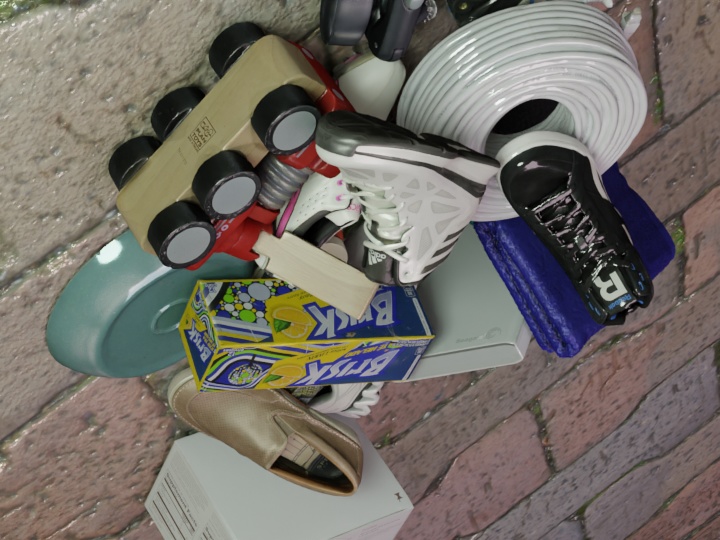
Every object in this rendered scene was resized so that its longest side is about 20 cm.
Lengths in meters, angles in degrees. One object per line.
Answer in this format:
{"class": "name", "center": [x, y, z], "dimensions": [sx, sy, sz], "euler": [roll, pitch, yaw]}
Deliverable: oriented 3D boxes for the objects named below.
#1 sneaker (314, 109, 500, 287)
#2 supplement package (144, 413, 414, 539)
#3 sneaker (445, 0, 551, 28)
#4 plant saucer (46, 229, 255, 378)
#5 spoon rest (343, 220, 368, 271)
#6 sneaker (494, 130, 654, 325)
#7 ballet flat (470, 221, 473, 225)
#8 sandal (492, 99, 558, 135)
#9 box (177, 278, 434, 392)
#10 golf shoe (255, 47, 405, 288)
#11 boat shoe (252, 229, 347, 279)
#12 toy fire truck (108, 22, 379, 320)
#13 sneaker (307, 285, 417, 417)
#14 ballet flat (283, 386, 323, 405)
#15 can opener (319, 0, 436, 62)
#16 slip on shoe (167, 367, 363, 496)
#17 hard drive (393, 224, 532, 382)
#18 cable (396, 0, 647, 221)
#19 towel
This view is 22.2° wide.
{"class": "sneaker", "center": [0.024, -0.043, 1.318], "dimensions": [0.200, 0.075, 0.116], "euler": [10, 104, -55]}
{"class": "supplement package", "center": [-0.080, 0.229, 1.796], "dimensions": [0.199, 0.156, 0.111], "euler": [-15, 149, -38]}
{"class": "sneaker", "center": [0.117, -0.210, 1.451], "dimensions": [0.072, 0.073, 0.200], "euler": [-33, 142, 17]}
{"class": "plant saucer", "center": [-0.161, 0.026, 1.503], "dimensions": [0.199, 0.036, 0.201], "euler": [-30, 154, -16]}
{"class": "spoon rest", "center": [0.000, 0.000, 1.613], "dimensions": [0.061, 0.099, 0.201], "euler": [-36, 150, -56]}
{"class": "sneaker", "center": [0.180, -0.025, 1.442], "dimensions": [0.073, 0.112, 0.200], "euler": [-33, 144, 14]}
{"class": "ballet flat", "center": [0.077, -0.097, 1.576], "dimensions": [0.068, 0.068, 0.200], "euler": [-58, 147, -2]}
{"class": "sandal", "center": [0.139, -0.142, 1.602], "dimensions": [0.075, 0.045, 0.200], "euler": [-55, 146, 6]}
{"class": "box", "center": [-0.044, 0.051, 1.515], "dimensions": [0.198, 0.070, 0.065], "euler": [-2, 142, -28]}
{"class": "golf shoe", "center": [-0.017, -0.079, 1.440], "dimensions": [0.072, 0.092, 0.201], "euler": [10, 118, -56]}
{"class": "boat shoe", "center": [-0.068, 0.021, 1.581], "dimensions": [0.071, 0.063, 0.201], "euler": [3, 137, -28]}
{"class": "toy fire truck", "center": [-0.056, -0.059, 1.361], "dimensions": [0.176, 0.129, 0.199], "euler": [-46, 146, 15]}
{"class": "sneaker", "center": [-0.001, 0.072, 1.747], "dimensions": [0.080, 0.075, 0.201], "euler": [-3, 138, -36]}
{"class": "ballet flat", "center": [-0.055, 0.081, 1.698], "dimensions": [0.201, 0.072, 0.072], "euler": [-50, 152, 21]}
{"class": "can opener", "center": [0.032, -0.229, 1.298], "dimensions": [0.078, 0.064, 0.201], "euler": [-18, 148, -34]}
{"class": "slip on shoe", "center": [-0.083, 0.149, 1.667], "dimensions": [0.199, 0.061, 0.076], "euler": [30, 117, -24]}
{"class": "hard drive", "center": [0.107, 0.014, 1.630], "dimensions": [0.131, 0.201, 0.026], "euler": [-12, 124, 31]}
{"class": "cable", "center": [0.128, -0.122, 1.446], "dimensions": [0.198, 0.070, 0.201], "euler": [-10, 141, -14]}
{"class": "towel", "center": [0.183, -0.025, 1.589], "dimensions": [0.049, 0.148, 0.200], "euler": [-30, -174, 44]}
